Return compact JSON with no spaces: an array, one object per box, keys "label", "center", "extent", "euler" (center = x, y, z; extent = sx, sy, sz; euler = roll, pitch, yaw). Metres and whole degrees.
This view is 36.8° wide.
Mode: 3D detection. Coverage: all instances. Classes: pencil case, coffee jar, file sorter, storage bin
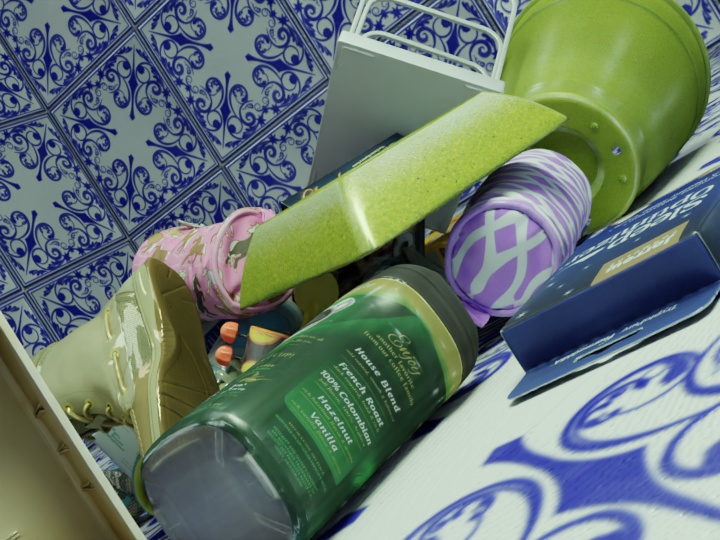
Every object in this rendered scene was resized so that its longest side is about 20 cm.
[{"label":"pencil case","center":[-0.122,-0.003,0.895],"extent":[0.082,0.088,0.199],"euler":[-19,7,-29]},{"label":"pencil case","center":[0.116,-0.031,0.783],"extent":[0.086,0.084,0.200],"euler":[-53,-6,22]},{"label":"coffee jar","center":[-0.018,0.074,0.590],"extent":[0.104,0.086,0.200],"euler":[-35,1,43]},{"label":"file sorter","center":[0.046,-0.155,0.963],"extent":[0.201,0.137,0.126],"euler":[108,180,-56]},{"label":"storage bin","center":[-0.267,0.165,0.687],"extent":[0.198,0.201,0.094],"euler":[-34,1,-24]}]

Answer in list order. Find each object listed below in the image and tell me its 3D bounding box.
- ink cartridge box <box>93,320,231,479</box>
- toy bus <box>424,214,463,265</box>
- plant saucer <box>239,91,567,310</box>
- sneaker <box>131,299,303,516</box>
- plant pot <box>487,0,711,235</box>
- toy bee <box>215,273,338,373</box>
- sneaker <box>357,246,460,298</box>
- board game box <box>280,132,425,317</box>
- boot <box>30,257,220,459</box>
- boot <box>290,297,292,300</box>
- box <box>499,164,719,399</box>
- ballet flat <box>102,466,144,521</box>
[{"label":"ink cartridge box","center":[-0.136,0.106,0.960],"extent":[0.200,0.100,0.039],"euler":[-43,20,-7]},{"label":"toy bus","center":[0.098,-0.014,1.094],"extent":[0.078,0.065,0.200],"euler":[-32,3,25]},{"label":"plant saucer","center":[0.016,-0.057,0.760],"extent":[0.199,0.048,0.199],"euler":[-34,7,-31]},{"label":"sneaker","center":[-0.107,0.113,0.850],"extent":[0.201,0.079,0.131],"euler":[-57,5,1]},{"label":"plant pot","center":[0.194,-0.131,0.950],"extent":[0.200,0.201,0.193],"euler":[-31,14,37]},{"label":"toy bee","center":[-0.048,0.058,0.801],"extent":[0.200,0.107,0.132],"euler":[97,-173,-66]},{"label":"sneaker","center":[0.050,0.019,0.886],"extent":[0.076,0.081,0.200],"euler":[-34,1,14]},{"label":"board game box","center":[0.000,0.000,0.930],"extent":[0.135,0.034,0.202],"euler":[-35,-42,-32]},{"label":"boot","center":[-0.182,0.105,0.789],"extent":[0.155,0.201,0.073],"euler":[-34,-41,16]},{"label":"boot","center":[-0.009,0.028,1.078],"extent":[0.164,0.073,0.200],"euler":[3,24,-5]},{"label":"box","center":[0.151,-0.005,0.581],"extent":[0.121,0.033,0.200],"euler":[-32,4,36]},{"label":"ballet flat","center":[-0.258,0.232,1.037],"extent":[0.076,0.068,0.200],"euler":[-57,15,-28]}]
